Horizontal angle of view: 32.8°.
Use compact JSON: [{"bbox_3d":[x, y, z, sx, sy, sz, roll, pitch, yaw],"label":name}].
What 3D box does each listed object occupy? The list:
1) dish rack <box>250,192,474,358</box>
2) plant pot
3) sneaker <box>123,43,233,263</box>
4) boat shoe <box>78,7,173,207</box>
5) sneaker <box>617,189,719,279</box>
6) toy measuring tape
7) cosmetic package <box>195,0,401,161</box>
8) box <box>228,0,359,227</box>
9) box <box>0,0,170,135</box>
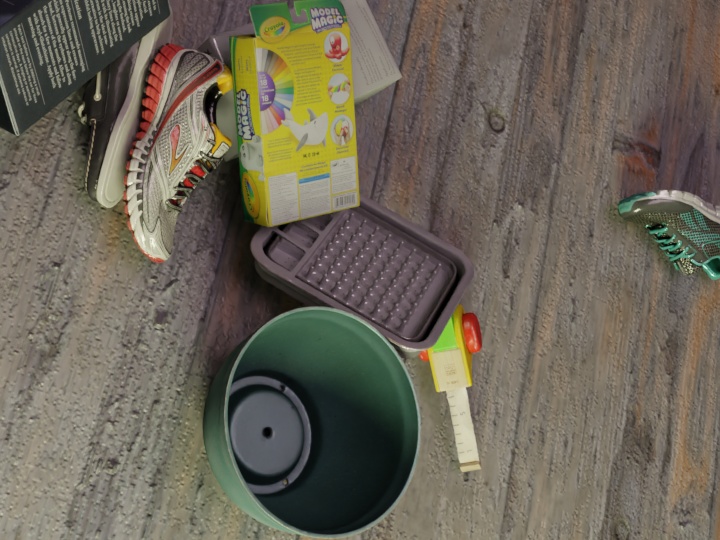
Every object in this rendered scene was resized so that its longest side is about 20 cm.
[{"bbox_3d":[0.000,0.000,1.197,0.199,0.044,0.172,29,40,5],"label":"dish rack"},{"bbox_3d":[-0.062,0.144,1.117,0.199,0.134,0.202,9,73,-30],"label":"plant pot"},{"bbox_3d":[-0.165,-0.106,1.121,0.082,0.078,0.202,11,87,5],"label":"sneaker"},{"bbox_3d":[-0.227,-0.159,1.132,0.060,0.074,0.202,12,83,8],"label":"boat shoe"},{"bbox_3d":[0.398,-0.042,1.505,0.199,0.077,0.092,13,74,-28],"label":"sneaker"},{"bbox_3d":[0.100,0.106,1.283,0.073,0.073,0.202,-20,102,-35],"label":"toy measuring tape"},{"bbox_3d":[-0.068,-0.201,1.237,0.199,0.081,0.113,-26,93,-34],"label":"cosmetic package"},{"bbox_3d":[-0.062,-0.151,1.149,0.117,0.048,0.202,-15,111,-39],"label":"box"},{"bbox_3d":[-0.286,-0.234,1.047,0.148,0.107,0.200,26,54,23],"label":"box"}]
